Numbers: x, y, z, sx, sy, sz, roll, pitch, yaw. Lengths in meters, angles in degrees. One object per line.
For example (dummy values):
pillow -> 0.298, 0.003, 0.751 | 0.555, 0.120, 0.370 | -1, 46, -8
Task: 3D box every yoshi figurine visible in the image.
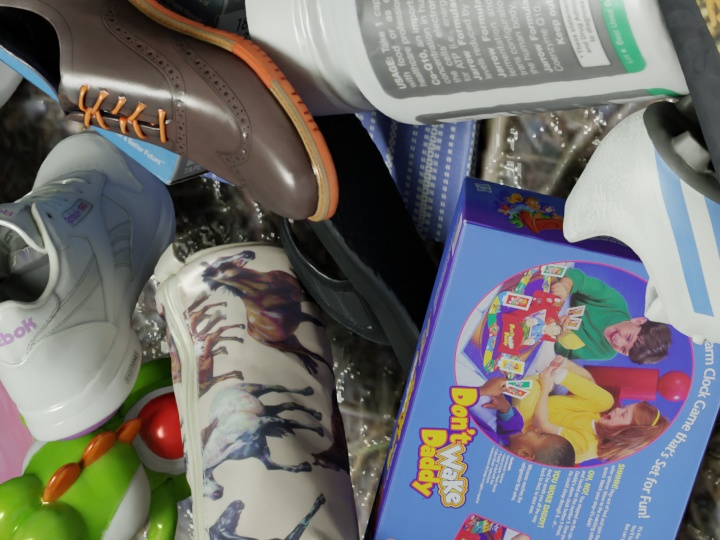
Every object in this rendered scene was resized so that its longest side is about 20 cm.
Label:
yoshi figurine -> -0.120, 0.107, 1.455 | 0.112, 0.200, 0.112 | 6, 110, 34

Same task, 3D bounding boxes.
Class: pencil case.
pencil case -> -0.049, 0.086, 1.372 | 0.078, 0.089, 0.200 | -28, 61, 42

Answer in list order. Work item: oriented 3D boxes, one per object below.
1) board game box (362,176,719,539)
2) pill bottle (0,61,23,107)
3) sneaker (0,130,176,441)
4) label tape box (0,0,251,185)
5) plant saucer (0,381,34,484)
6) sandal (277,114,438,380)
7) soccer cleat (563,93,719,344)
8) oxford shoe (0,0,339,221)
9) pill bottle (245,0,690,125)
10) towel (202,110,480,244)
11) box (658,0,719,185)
board game box -> 0.087, 0.068, 1.349 | 0.134, 0.045, 0.200 | 13, 118, -4
pill bottle -> -0.267, -0.155, 1.520 | 0.200, 0.116, 0.116 | 31, 122, 23
sneaker -> -0.141, -0.014, 1.421 | 0.075, 0.200, 0.100 | -23, 125, 18
label tape box -> -0.094, -0.163, 1.395 | 0.144, 0.063, 0.200 | 36, 124, 27
plant saucer -> -0.201, 0.090, 1.581 | 0.201, 0.051, 0.201 | 22, 119, 47
sandal -> 0.000, 0.001, 1.381 | 0.048, 0.075, 0.200 | -20, 111, 25
soccer cleat -> 0.174, 0.008, 1.262 | 0.200, 0.070, 0.086 | 38, 122, -11
oxford shoe -> -0.091, -0.074, 1.318 | 0.200, 0.073, 0.071 | 37, 144, 30
pill bottle -> 0.058, -0.122, 1.290 | 0.200, 0.113, 0.113 | -4, 104, 31
towel -> -0.026, -0.101, 1.430 | 0.200, 0.024, 0.145 | 18, 114, 28
box -> 0.183, -0.146, 1.194 | 0.106, 0.122, 0.200 | -14, 98, 36
